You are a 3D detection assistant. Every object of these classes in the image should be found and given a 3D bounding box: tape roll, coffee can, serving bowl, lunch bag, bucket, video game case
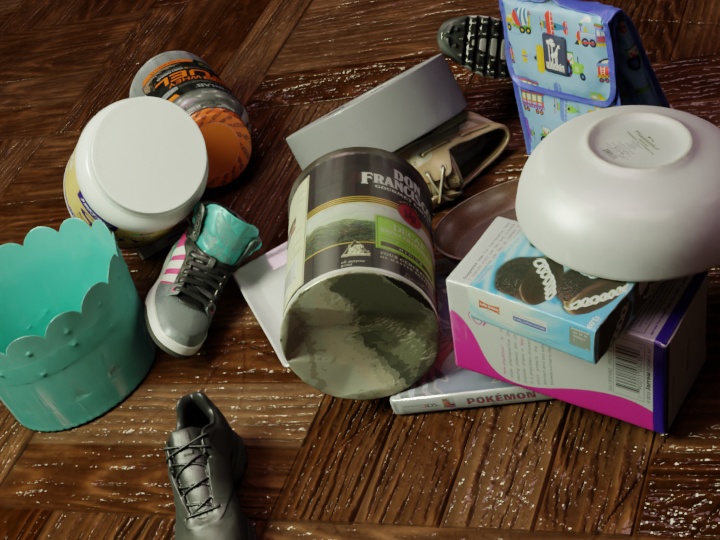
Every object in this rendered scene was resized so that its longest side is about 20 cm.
[{"bbox_3d":[0.018,-0.165,1.530,0.199,0.067,0.200,-29,7,4],"label":"tape roll"},{"bbox_3d":[0.000,0.000,1.291,0.145,0.147,0.201,-16,36,12],"label":"coffee can"},{"bbox_3d":[0.223,-0.078,1.111,0.197,0.066,0.201,-5,38,4],"label":"serving bowl"},{"bbox_3d":[0.227,-0.207,1.411,0.094,0.201,0.150,-39,37,-22],"label":"lunch bag"},{"bbox_3d":[-0.321,0.059,1.453,0.205,0.136,0.208,-15,35,11],"label":"bucket"},{"bbox_3d":[0.130,0.049,1.293,0.180,0.023,0.201,-9,38,22],"label":"video game case"}]

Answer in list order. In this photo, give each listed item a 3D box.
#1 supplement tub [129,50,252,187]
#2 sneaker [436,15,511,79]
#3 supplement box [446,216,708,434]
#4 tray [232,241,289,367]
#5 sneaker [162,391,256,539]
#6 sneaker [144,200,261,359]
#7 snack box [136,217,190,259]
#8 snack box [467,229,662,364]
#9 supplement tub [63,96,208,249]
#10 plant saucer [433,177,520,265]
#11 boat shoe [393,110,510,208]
[{"bbox_3d":[-0.209,-0.187,1.718,0.122,0.123,0.200,-30,35,-8],"label":"supplement tub"},{"bbox_3d":[0.159,-0.250,1.575,0.198,0.067,0.090,3,6,-32],"label":"sneaker"},{"bbox_3d":[0.183,0.043,1.164,0.198,0.102,0.104,16,45,28],"label":"supplement box"},{"bbox_3d":[-0.059,0.030,1.432,0.107,0.022,0.200,-28,35,-6],"label":"tray"},{"bbox_3d":[-0.142,0.189,1.216,0.075,0.091,0.201,-20,36,2],"label":"sneaker"},{"bbox_3d":[-0.160,-0.005,1.453,0.121,0.083,0.201,-51,20,30],"label":"sneaker"},{"bbox_3d":[-0.266,-0.083,1.702,0.071,0.024,0.200,-30,35,-6],"label":"snack box"},{"bbox_3d":[0.188,-0.013,1.118,0.115,0.037,0.200,20,45,31],"label":"snack box"},{"bbox_3d":[-0.247,-0.107,1.516,0.145,0.146,0.200,-37,4,-18],"label":"supplement tub"},{"bbox_3d":[0.169,-0.044,1.352,0.198,0.032,0.201,-15,22,6],"label":"plant saucer"},{"bbox_3d":[0.080,-0.107,1.483,0.200,0.072,0.064,-42,38,-25],"label":"boat shoe"}]
